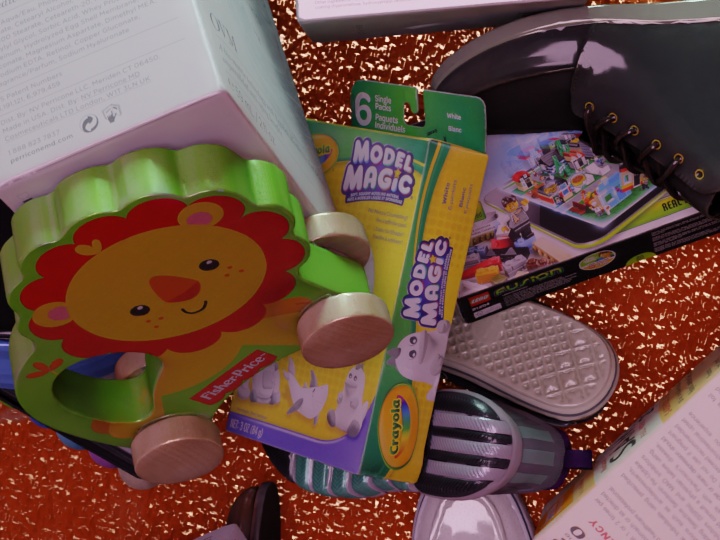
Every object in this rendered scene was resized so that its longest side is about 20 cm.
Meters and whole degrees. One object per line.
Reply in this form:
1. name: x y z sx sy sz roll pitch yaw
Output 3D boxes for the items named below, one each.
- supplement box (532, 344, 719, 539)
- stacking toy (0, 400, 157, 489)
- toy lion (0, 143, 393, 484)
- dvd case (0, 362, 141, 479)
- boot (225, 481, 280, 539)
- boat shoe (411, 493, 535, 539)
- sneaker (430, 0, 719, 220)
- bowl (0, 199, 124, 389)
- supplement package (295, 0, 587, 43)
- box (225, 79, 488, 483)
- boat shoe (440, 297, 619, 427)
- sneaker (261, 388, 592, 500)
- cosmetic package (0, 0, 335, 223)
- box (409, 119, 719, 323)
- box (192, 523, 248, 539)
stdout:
1. supplement box: 0.187 0.093 1.333 0.200 0.126 0.074 -43 87 7
2. stacking toy: -0.185 0.043 1.415 0.200 0.085 0.086 26 96 13
3. toy lion: -0.096 0.016 1.212 0.200 0.191 0.069 -37 52 32
4. dvd case: -0.158 0.012 1.379 0.200 0.018 0.143 27 65 19
5. boot: -0.154 0.184 1.420 0.199 0.064 0.187 15 96 11
6. boat shoe: 0.058 0.204 1.375 0.074 0.086 0.203 1 93 8
7. sneaker: 0.135 -0.075 1.294 0.199 0.075 0.107 -8 67 13
8. bowl: -0.174 -0.033 1.373 0.200 0.039 0.201 -2 59 4
9. supplement package: 0.035 -0.229 1.323 0.150 0.152 0.201 -5 91 2
10. box: 0.000 0.000 1.318 0.117 0.048 0.201 12 89 49
11. boat shoe: 0.053 0.027 1.382 0.200 0.062 0.075 28 79 21
12. sneaker: 0.030 0.093 1.364 0.200 0.087 0.075 11 90 50
13. cosmetic package: -0.111 -0.105 1.256 0.123 0.199 0.200 -23 64 7
14. box: 0.130 -0.057 1.349 0.200 0.035 0.110 -20 63 2
15. box: -0.141 0.240 1.304 0.200 0.177 0.097 -28 103 18
